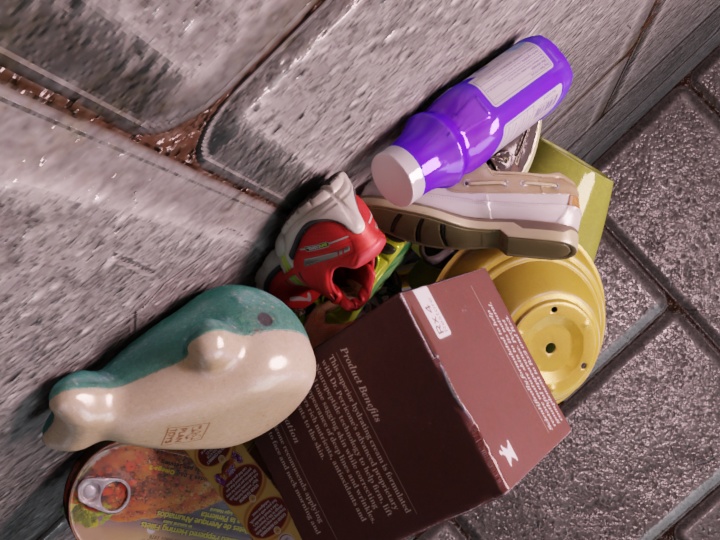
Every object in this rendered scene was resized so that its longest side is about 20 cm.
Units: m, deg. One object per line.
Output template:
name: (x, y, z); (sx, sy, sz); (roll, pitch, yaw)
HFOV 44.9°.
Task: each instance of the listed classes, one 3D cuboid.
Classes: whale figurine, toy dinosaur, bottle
whale figurine: (-0.132, 0.071, 0.634); (0.197, 0.105, 0.160); (-8, 150, -29)
toy dinosaur: (-0.040, 0.060, 0.798); (0.198, 0.059, 0.101); (-18, -168, 36)
bottle: (0.092, -0.122, 0.723); (0.199, 0.066, 0.084); (-38, 175, -28)

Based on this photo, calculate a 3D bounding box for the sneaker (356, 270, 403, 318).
sneaker: (0.016, 0.039, 0.920); (0.080, 0.200, 0.087); (34, 92, -42)

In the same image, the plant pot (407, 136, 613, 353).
plant pot: (0.177, -0.032, 0.931); (0.202, 0.186, 0.187); (-61, 166, 16)

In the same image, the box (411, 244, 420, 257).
box: (0.101, -0.083, 1.007); (0.075, 0.050, 0.200); (-40, 171, -20)

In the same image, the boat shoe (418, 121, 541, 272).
boat shoe: (0.115, -0.090, 0.838); (0.203, 0.071, 0.066); (-63, 167, 7)

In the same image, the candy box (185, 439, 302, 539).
candy box: (-0.099, 0.166, 0.812); (0.056, 0.200, 0.116); (-44, 171, 17)

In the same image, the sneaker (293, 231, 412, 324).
sneaker: (0.000, 0.000, 0.874); (0.200, 0.074, 0.083); (-47, 166, 24)

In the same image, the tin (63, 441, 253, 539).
tin: (-0.179, 0.220, 0.816); (0.042, 0.198, 0.114); (-2, -111, 57)

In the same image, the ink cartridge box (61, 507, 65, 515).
ink cartridge box: (-0.204, 0.214, 0.957); (0.146, 0.084, 0.199); (-47, 169, 31)

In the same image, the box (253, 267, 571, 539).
box: (0.037, 0.124, 0.741); (0.199, 0.168, 0.163); (-33, 169, 30)

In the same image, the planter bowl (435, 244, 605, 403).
planter bowl: (0.164, 0.062, 0.825); (0.200, 0.201, 0.083); (-41, -160, -3)

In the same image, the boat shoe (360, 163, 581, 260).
boat shoe: (0.097, -0.060, 0.776); (0.075, 0.196, 0.070); (96, 4, -73)

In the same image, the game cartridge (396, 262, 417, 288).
game cartridge: (0.160, -0.006, 1.156); (0.174, 0.033, 0.199); (-11, 175, 32)

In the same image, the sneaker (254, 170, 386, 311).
sneaker: (-0.030, 0.002, 0.704); (0.077, 0.085, 0.200); (-38, 172, -22)

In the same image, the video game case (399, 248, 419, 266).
video game case: (0.089, -0.033, 1.237); (0.182, 0.023, 0.200); (-41, 174, 25)
